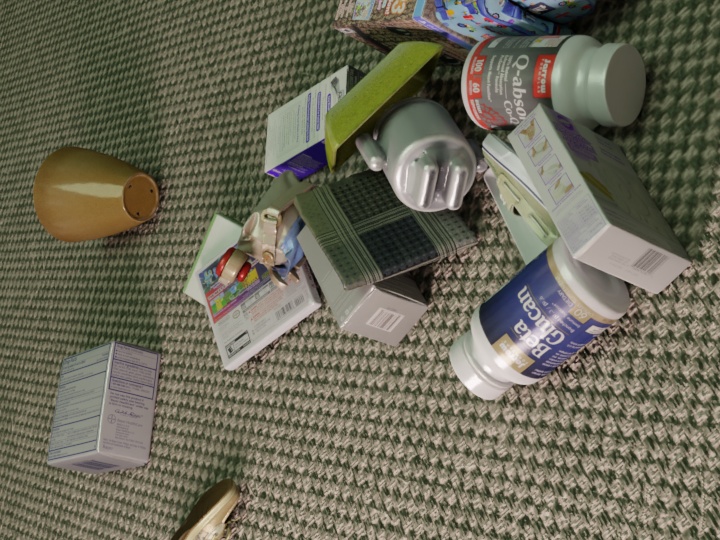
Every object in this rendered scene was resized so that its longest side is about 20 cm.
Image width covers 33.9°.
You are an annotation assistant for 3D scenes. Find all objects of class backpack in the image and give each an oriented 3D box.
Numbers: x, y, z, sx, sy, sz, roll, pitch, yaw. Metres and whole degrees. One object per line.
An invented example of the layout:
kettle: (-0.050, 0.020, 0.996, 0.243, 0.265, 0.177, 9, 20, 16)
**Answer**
backpack: (0.211, -0.354, 1.444, 0.200, 0.182, 0.135, 7, 82, 55)

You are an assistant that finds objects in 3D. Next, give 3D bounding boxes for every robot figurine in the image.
robot figurine: (0.080, -0.153, 1.534, 0.200, 0.169, 0.113, -111, 30, -55)

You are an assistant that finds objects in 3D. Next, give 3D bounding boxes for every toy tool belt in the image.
toy tool belt: (-0.109, -0.041, 1.710, 0.200, 0.123, 0.125, -58, -1, -33)

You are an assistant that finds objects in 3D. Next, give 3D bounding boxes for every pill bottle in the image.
pill bottle: (0.196, 0.059, 1.338, 0.200, 0.111, 0.111, -44, 44, 30)
pill bottle: (0.230, -0.223, 1.412, 0.200, 0.116, 0.116, 8, 80, 42)

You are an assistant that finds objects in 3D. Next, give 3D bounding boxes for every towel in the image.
towel: (0.030, -0.065, 1.572, 0.192, 0.035, 0.200, -21, 47, -10)

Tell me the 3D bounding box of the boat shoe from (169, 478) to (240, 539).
boat shoe: (-0.234, 0.395, 1.771, 0.200, 0.063, 0.073, -51, 15, 19)

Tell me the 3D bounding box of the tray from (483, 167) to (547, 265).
tray: (0.222, -0.083, 1.445, 0.107, 0.022, 0.200, -46, 43, 27)

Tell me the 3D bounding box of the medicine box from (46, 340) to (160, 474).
medicine box: (-0.447, 0.241, 2.059, 0.182, 0.103, 0.200, -19, 60, 46)

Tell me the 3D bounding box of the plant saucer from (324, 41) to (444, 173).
plant saucer: (0.018, -0.229, 1.601, 0.200, 0.048, 0.200, -44, -2, -4)

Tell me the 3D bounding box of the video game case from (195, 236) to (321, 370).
video game case: (-0.161, 0.028, 1.824, 0.200, 0.023, 0.182, -36, 59, 27)

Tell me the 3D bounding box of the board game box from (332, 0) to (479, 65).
board game box: (0.089, -0.355, 1.621, 0.200, 0.159, 0.097, 10, 82, 53)

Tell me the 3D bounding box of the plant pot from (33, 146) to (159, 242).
plant pot: (-0.485, -0.141, 2.241, 0.200, 0.186, 0.187, 5, 78, 38)

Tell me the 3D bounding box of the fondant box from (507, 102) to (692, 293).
fondant box: (0.260, -0.080, 1.295, 0.058, 0.144, 0.200, -48, 42, 27)

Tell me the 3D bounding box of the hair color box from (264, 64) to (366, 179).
hair color box: (-0.064, -0.223, 1.830, 0.200, 0.065, 0.110, -25, 55, 45)

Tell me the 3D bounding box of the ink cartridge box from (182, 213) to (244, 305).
ink cartridge box: (-0.187, 0.009, 1.892, 0.200, 0.048, 0.146, 28, 97, 37)

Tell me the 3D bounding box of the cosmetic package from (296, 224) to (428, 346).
cosmetic package: (0.000, 0.000, 1.615, 0.090, 0.107, 0.200, -50, 43, 25)

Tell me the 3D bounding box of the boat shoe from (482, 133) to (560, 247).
boat shoe: (0.196, -0.095, 1.406, 0.062, 0.072, 0.200, -54, 42, 16)
